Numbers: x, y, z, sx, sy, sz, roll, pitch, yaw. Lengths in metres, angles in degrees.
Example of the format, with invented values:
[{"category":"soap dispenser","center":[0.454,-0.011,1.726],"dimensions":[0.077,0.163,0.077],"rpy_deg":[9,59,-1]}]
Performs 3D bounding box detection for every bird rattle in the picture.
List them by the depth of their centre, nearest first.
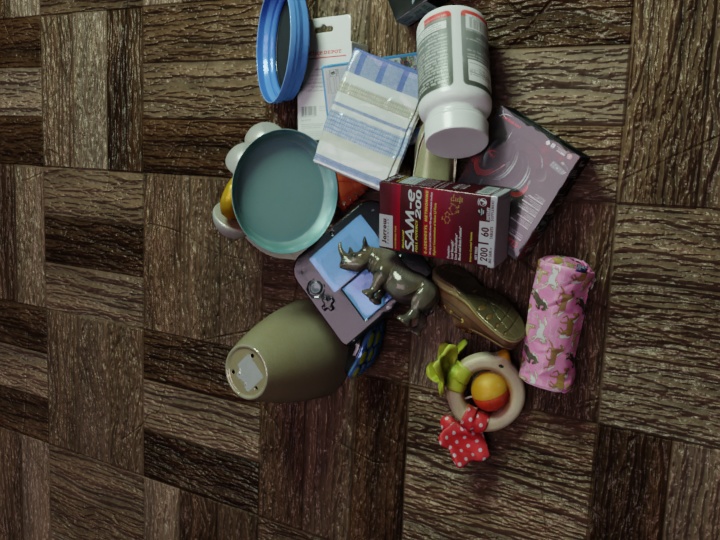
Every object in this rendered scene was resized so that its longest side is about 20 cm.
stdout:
[{"category":"bird rattle","center":[0.188,0.209,1.198],"dimensions":[0.160,0.113,0.204],"rpy_deg":[-17,90,14]}]

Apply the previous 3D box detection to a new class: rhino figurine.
[{"category":"rhino figurine","center":[0.042,0.013,1.209],"dimensions":[0.199,0.060,0.088],"rpy_deg":[37,83,12]}]

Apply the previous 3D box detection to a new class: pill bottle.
[{"category":"pill bottle","center":[0.141,-0.282,1.117],"dimensions":[0.112,0.113,0.205],"rpy_deg":[-11,68,30]}]

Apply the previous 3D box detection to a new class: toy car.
[{"category":"toy car","center":[-0.164,-0.146,1.312],"dimensions":[0.147,0.201,0.177],"rpy_deg":[24,128,1]}]

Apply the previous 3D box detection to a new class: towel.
[{"category":"towel","center":[0.019,-0.241,1.199],"dimensions":[0.144,0.024,0.204],"rpy_deg":[21,93,8]}]

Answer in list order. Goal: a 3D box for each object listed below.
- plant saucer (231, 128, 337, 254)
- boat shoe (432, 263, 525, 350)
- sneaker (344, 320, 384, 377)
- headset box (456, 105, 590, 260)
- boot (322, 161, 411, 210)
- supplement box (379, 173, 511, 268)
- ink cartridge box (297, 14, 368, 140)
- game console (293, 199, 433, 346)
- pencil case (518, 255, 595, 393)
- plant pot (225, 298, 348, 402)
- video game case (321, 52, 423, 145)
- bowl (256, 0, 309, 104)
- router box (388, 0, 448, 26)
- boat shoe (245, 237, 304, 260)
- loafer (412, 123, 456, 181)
[{"category":"plant saucer","center":[-0.127,-0.131,1.229],"dimensions":[0.027,0.196,0.205],"rpy_deg":[11,103,57]},{"category":"boat shoe","center":[0.185,0.066,1.183],"dimensions":[0.200,0.071,0.069],"rpy_deg":[42,136,41]},{"category":"sneaker","center":[-0.003,0.087,1.311],"dimensions":[0.081,0.070,0.205],"rpy_deg":[7,93,30]},{"category":"headset box","center":[0.233,-0.126,1.140],"dimensions":[0.148,0.075,0.202],"rpy_deg":[38,113,20]},{"category":"boot","center":[0.000,-0.154,1.283],"dimensions":[0.197,0.075,0.110],"rpy_deg":[15,112,32]},{"category":"supplement box","center":[0.125,-0.078,1.128],"dimensions":[0.196,0.061,0.111],"rpy_deg":[11,112,30]},{"category":"ink cartridge box","center":[-0.047,-0.328,1.284],"dimensions":[0.114,0.067,0.205],"rpy_deg":[4,98,29]},{"category":"game console","center":[0.000,0.000,1.257],"dimensions":[0.199,0.031,0.178],"rpy_deg":[-39,76,4]},{"category":"pencil case","center":[0.298,0.081,1.125],"dimensions":[0.086,0.082,0.205],"rpy_deg":[19,105,43]},{"category":"plant pot","center":[-0.143,0.159,1.323],"dimensions":[0.184,0.199,0.192],"rpy_deg":[4,97,29]},{"category":"video game case","center":[0.040,-0.276,1.219],"dimensions":[0.195,0.018,0.147],"rpy_deg":[-6,94,5]},{"category":"bowl","center":[-0.136,-0.394,1.289],"dimensions":[0.200,0.039,0.206],"rpy_deg":[179,90,-66]},{"category":"router box","center":[0.117,-0.514,1.175],"dimensions":[0.197,0.052,0.160],"rpy_deg":[-24,83,30]},{"category":"boat shoe","center":[-0.144,-0.065,1.389],"dimensions":[0.197,0.073,0.062],"rpy_deg":[17,61,34]},{"category":"loafer","center":[0.120,-0.149,1.196],"dimensions":[0.074,0.068,0.205],"rpy_deg":[5,109,-8]}]
